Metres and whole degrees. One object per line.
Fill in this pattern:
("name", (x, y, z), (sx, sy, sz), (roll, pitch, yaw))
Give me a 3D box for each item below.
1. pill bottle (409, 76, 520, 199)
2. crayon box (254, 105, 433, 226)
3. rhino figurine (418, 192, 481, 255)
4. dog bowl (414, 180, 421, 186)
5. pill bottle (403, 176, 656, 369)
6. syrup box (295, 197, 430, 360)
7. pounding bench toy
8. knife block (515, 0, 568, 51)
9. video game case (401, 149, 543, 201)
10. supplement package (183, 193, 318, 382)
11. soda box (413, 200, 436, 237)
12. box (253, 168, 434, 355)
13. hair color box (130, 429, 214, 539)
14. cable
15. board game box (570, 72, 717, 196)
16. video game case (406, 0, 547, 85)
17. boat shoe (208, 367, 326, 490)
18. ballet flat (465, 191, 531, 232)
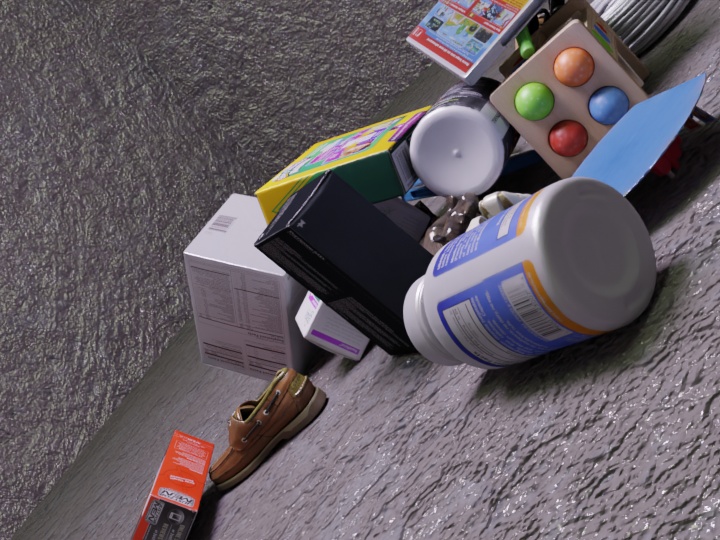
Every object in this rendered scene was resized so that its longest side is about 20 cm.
("pill bottle", (0.129, -0.161, 1.112), (0.106, 0.106, 0.200), (-41, 6, 28))
("crayon box", (-0.006, -0.121, 1.139), (0.172, 0.059, 0.200), (-16, 17, 25))
("rhino figurine", (0.096, -0.029, 1.038), (0.088, 0.060, 0.200), (-63, -2, -16))
("dog bowl", (0.096, -0.150, 1.340), (0.199, 0.050, 0.111), (-17, 5, 19))
("pill bottle", (0.118, 0.013, 0.746), (0.112, 0.112, 0.200), (-53, 12, -31))
("syrup box", (0.000, 0.000, 1.187), (0.201, 0.081, 0.079), (-63, 16, 7))
("pounding bench toy", (0.206, -0.227, 1.058), (0.124, 0.200, 0.156), (-40, 11, 27))
("knife block", (0.230, -0.285, 1.221), (0.064, 0.177, 0.200), (-9, 10, 4))
("video game case", (0.143, -0.123, 1.256), (0.143, 0.018, 0.200), (-21, 6, -12))
("supplement package", (-0.135, 0.027, 1.347), (0.152, 0.150, 0.201), (-58, -26, -47))
("soda box", (0.029, 0.002, 1.283), (0.200, 0.063, 0.071), (-43, 10, 17))
("box", (0.003, -0.002, 1.003), (0.079, 0.200, 0.141), (-54, 13, -15))
("hair color box", (-0.233, 0.284, 1.192), (0.200, 0.061, 0.102), (-108, 41, -78))
("cable", (0.349, -0.336, 1.265), (0.200, 0.069, 0.200), (-48, 10, -8))
("board game box", (0.241, -0.087, 0.853), (0.158, 0.039, 0.200), (-53, 6, -8))
("video game case", (0.151, -0.307, 1.069), (0.200, 0.017, 0.143), (-48, 39, 6))
("boat shoe", (-0.129, 0.190, 1.188), (0.200, 0.068, 0.072), (-44, 13, 21))
("ballet flat", (0.138, -0.032, 0.951), (0.069, 0.071, 0.200), (-29, 19, 40))
